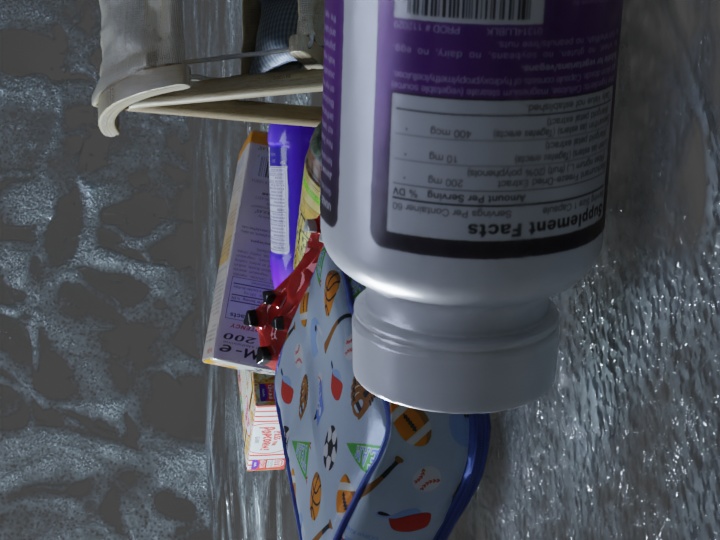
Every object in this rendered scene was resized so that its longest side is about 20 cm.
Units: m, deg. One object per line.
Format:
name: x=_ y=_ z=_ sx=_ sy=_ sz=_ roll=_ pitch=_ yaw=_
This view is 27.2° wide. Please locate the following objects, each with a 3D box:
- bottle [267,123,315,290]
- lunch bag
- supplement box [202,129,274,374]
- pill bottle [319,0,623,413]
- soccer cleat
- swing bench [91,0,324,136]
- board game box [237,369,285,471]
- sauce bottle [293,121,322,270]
bottle: x=-0.038 y=-0.021 z=1.166 sx=0.084 sy=0.065 sz=0.202 roll=-153 pitch=61 yaw=-80
lunch bag: x=0.004 y=0.079 z=0.836 sx=0.201 sy=0.075 sz=0.161 roll=-102 pitch=26 yaw=-50
supplement box: x=-0.085 y=-0.011 z=1.317 sx=0.126 sy=0.073 sz=0.202 roll=158 pitch=122 yaw=-80
pill bottle: x=0.040 y=-0.054 z=0.564 sx=0.111 sy=0.111 sz=0.201 roll=-117 pitch=28 yaw=-69
soccer cleat: x=0.000 y=0.000 z=0.952 sx=0.200 sy=0.085 sz=0.069 roll=-52 pitch=47 yaw=39
swing bench: x=-0.090 y=-0.208 z=1.042 sx=0.130 sy=0.198 sz=0.200 roll=130 pitch=137 yaw=-75
board game box: x=-0.109 y=0.099 z=1.655 sx=0.152 sy=0.046 sz=0.201 roll=103 pitch=162 yaw=-56
sauce bottle: x=-0.014 y=-0.017 z=1.027 sx=0.201 sy=0.064 sz=0.065 roll=99 pitch=166 yaw=-48
